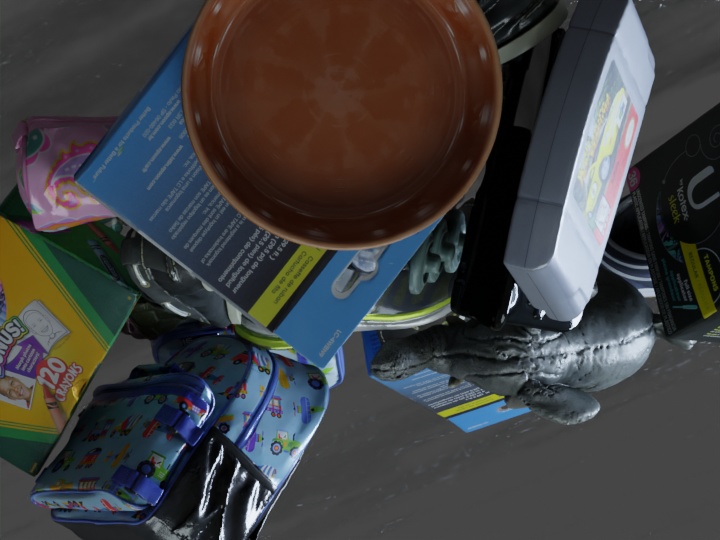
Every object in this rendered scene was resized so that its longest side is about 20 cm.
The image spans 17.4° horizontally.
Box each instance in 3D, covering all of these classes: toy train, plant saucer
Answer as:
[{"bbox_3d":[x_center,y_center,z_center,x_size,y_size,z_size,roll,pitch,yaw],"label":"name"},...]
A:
[{"bbox_3d":[0.030,-0.052,1.624,0.085,0.114,0.200,9,-170,13],"label":"toy train"},{"bbox_3d":[-0.012,-0.112,1.458,0.200,0.200,0.032,-6,180,-9],"label":"plant saucer"}]

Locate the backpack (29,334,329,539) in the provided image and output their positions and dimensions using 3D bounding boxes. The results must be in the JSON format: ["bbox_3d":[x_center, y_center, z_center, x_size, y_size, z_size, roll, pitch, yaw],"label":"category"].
[{"bbox_3d":[-0.126,0.127,1.764,0.135,0.200,0.183,44,156,-24],"label":"backpack"}]

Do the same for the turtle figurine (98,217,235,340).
[{"bbox_3d":[-0.171,0.003,1.769,0.200,0.101,0.150,-13,156,20],"label":"turtle figurine"}]

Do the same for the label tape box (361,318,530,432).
[{"bbox_3d":[0.108,0.069,2.062,0.144,0.063,0.200,-20,154,20],"label":"label tape box"}]

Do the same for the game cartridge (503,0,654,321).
[{"bbox_3d":[0.143,-0.078,1.519,0.041,0.200,0.133,12,166,23],"label":"game cartridge"}]

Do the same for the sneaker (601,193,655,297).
[{"bbox_3d":[0.282,-0.026,1.914,0.200,0.070,0.109,-7,158,-1],"label":"sneaker"}]

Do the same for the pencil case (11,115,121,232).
[{"bbox_3d":[-0.136,-0.078,1.613,0.200,0.087,0.087,-8,156,-6],"label":"pencil case"}]

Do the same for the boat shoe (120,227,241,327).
[{"bbox_3d":[-0.120,0.000,1.635,0.068,0.072,0.200,-10,169,4],"label":"boat shoe"}]

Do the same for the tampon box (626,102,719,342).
[{"bbox_3d":[0.322,-0.049,1.778,0.126,0.150,0.200,4,152,-33],"label":"tampon box"}]

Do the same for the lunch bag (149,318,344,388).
[{"bbox_3d":[-0.091,0.050,1.921,0.161,0.083,0.200,-11,158,-5],"label":"lunch bag"}]

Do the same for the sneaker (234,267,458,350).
[{"bbox_3d":[0.000,0.000,1.753,0.200,0.074,0.081,-14,125,-12],"label":"sneaker"}]

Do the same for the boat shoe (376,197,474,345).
[{"bbox_3d":[0.056,0.010,1.885,0.061,0.072,0.201,-24,161,-38],"label":"boat shoe"}]

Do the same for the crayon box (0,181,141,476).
[{"bbox_3d":[-0.243,0.043,1.723,0.119,0.058,0.200,30,123,-3],"label":"crayon box"}]

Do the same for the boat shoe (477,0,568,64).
[{"bbox_3d":[0.036,-0.150,1.546,0.199,0.075,0.066,-22,112,29],"label":"boat shoe"}]

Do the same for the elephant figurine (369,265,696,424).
[{"bbox_3d":[0.133,0.060,1.794,0.155,0.142,0.200,-42,171,26],"label":"elephant figurine"}]

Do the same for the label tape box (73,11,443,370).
[{"bbox_3d":[-0.062,-0.054,1.504,0.143,0.200,0.066,-52,-171,0],"label":"label tape box"}]

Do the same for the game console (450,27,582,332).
[{"bbox_3d":[0.138,-0.055,1.596,0.176,0.200,0.116,11,-177,-41],"label":"game console"}]
